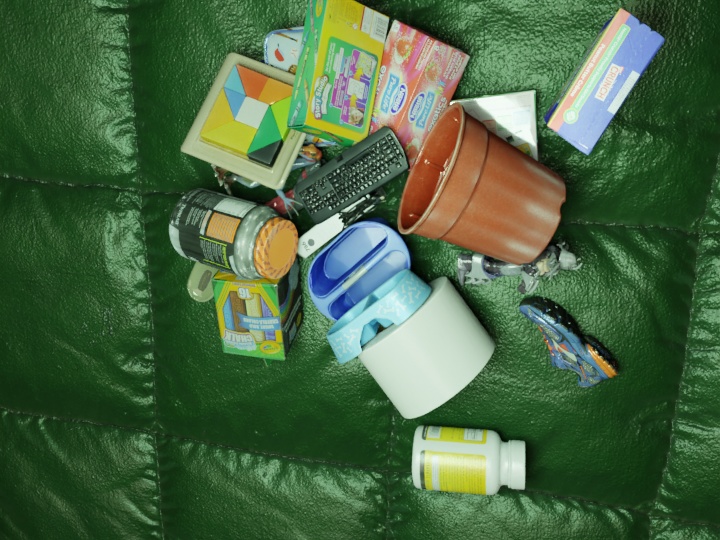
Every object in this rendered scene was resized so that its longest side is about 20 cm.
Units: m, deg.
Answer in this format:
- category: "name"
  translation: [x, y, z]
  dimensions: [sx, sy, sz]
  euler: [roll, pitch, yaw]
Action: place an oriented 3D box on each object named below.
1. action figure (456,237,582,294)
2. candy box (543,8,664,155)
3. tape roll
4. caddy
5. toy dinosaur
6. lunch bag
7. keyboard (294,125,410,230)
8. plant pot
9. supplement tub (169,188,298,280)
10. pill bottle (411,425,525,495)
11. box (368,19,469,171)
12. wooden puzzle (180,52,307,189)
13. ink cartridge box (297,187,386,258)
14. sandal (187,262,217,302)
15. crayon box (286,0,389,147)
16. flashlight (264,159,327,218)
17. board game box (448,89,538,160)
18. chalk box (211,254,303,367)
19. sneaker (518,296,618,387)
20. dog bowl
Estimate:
- category: "action figure"
  translation: [0.261, -0.006, 1.087]
  dimensions: [0.196, 0.129, 0.071]
  euler: [-4, 100, 31]
- category: "candy box"
  translation: [0.337, -0.265, 0.951]
  dimensions: [0.076, 0.200, 0.171]
  euler: [32, 110, 3]
- category: "tape roll"
  translation: [0.106, 0.126, 1.118]
  dimensions: [0.202, 0.203, 0.140]
  euler: [-38, 95, 20]
- category: "caddy"
  translation: [0.000, 0.000, 1.159]
  dimensions: [0.199, 0.105, 0.142]
  euler: [-40, 94, 20]
- category: "toy dinosaur"
  translation: [-0.157, -0.188, 1.126]
  dimensions: [0.178, 0.106, 0.203]
  euler: [-22, 57, 1]
- category: "lunch bag"
  translation: [-0.084, -0.308, 1.114]
  dimensions: [0.157, 0.076, 0.205]
  euler: [0, 105, 18]
- category: "keyboard"
  translation: [-0.011, -0.130, 1.037]
  dimensions: [0.198, 0.040, 0.105]
  euler: [-29, 105, 30]
- category: "plant pot"
  translation: [0.183, -0.111, 0.991]
  dimensions: [0.192, 0.202, 0.203]
  euler: [22, 110, -13]
- category: "supplement tub"
  translation: [-0.209, -0.058, 1.108]
  dimensions: [0.197, 0.122, 0.125]
  euler: [17, 110, 27]
- category: "pill bottle"
  translation: [0.196, 0.342, 1.201]
  dimensions: [0.195, 0.111, 0.114]
  euler: [1, 105, 15]
- category: "box"
  translation: [0.073, -0.271, 1.054]
  dimensions: [0.099, 0.094, 0.203]
  euler: [40, 115, 36]
- category: "wooden puzzle"
  translation: [-0.172, -0.243, 1.058]
  dimensions: [0.197, 0.037, 0.188]
  euler: [21, 79, 16]
- category: "ink cartridge box"
  translation: [-0.048, -0.079, 1.154]
  dimensions: [0.198, 0.099, 0.040]
  euler: [-34, 95, 21]
- category: "sandal"
  translation: [-0.275, -0.024, 1.248]
  dimensions: [0.079, 0.057, 0.204]
  euler: [25, 109, 6]
- category: "crayon box"
  translation: [-0.034, -0.303, 1.015]
  dimensions: [0.058, 0.117, 0.205]
  euler: [13, 93, 54]
- category: "flashlight"
  translation: [-0.136, -0.123, 1.180]
  dimensions: [0.197, 0.068, 0.069]
  euler: [-25, 99, 18]
- category: "board game box"
  translation: [0.214, -0.182, 1.090]
  dimensions: [0.149, 0.040, 0.205]
  euler: [-3, 104, 15]
- category: "chalk box"
  translation: [-0.178, 0.075, 1.204]
  dimensions: [0.121, 0.125, 0.204]
  euler: [6, 121, 11]
- category: "sneaker"
  translation: [0.340, 0.125, 1.128]
  dimensions: [0.200, 0.075, 0.079]
  euler: [43, 114, 1]
- category: "dog bowl"
  translation: [0.024, 0.071, 1.084]
  dimensions: [0.199, 0.112, 0.050]
  euler: [-39, 98, 20]
